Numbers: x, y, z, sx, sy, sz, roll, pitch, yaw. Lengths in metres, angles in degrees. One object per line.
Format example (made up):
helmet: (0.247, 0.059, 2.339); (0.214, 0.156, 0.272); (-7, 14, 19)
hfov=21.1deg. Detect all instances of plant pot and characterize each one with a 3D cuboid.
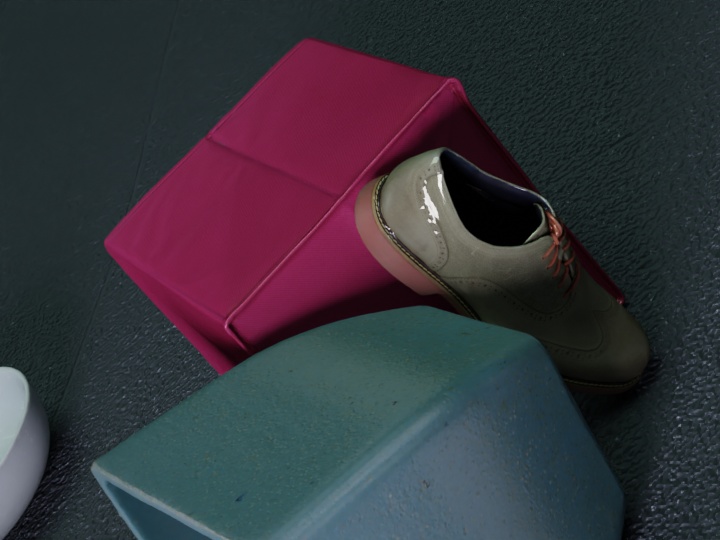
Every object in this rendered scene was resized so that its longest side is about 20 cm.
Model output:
plant pot: (0.021, 0.130, 0.997); (0.200, 0.197, 0.196); (-40, 26, -20)

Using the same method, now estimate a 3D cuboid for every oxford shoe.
oxford shoe: (0.093, 0.003, 1.054); (0.075, 0.199, 0.071); (-34, 34, 45)

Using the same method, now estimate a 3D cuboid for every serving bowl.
serving bowl: (-0.308, 0.170, 1.473); (0.199, 0.066, 0.201); (-30, 30, 20)

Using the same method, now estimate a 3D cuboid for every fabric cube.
fabric cube: (0.000, 0.000, 1.183); (0.200, 0.197, 0.199); (-46, 28, -10)
